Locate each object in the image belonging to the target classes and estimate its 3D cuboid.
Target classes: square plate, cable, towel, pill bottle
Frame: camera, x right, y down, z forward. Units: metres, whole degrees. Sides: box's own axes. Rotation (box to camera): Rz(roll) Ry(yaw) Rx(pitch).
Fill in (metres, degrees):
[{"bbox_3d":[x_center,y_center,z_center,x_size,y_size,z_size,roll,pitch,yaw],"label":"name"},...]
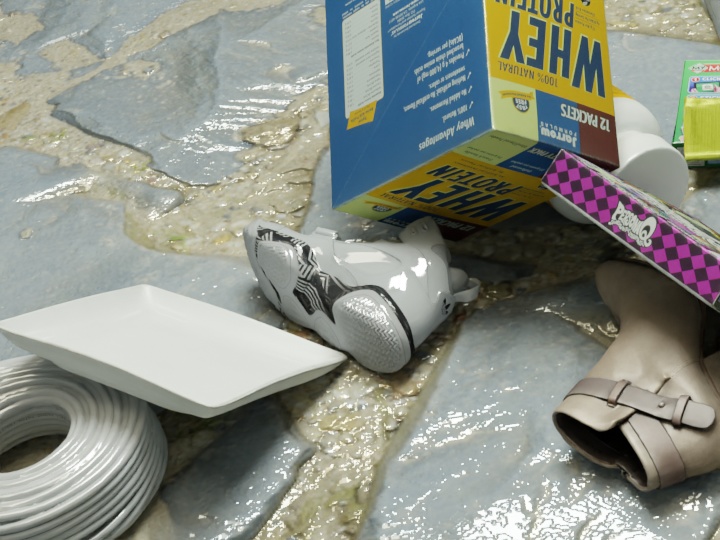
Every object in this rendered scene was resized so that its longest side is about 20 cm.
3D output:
[{"bbox_3d":[-0.141,0.062,1.314,0.200,0.028,0.198,18,16,25],"label":"square plate"},{"bbox_3d":[-0.246,0.137,1.278,0.200,0.069,0.200,16,44,32],"label":"cable"},{"bbox_3d":[0.373,-0.125,1.456,0.200,0.018,0.086,-3,37,12],"label":"towel"},{"bbox_3d":[0.182,-0.108,1.451,0.113,0.113,0.200,-24,39,-17],"label":"pill bottle"}]

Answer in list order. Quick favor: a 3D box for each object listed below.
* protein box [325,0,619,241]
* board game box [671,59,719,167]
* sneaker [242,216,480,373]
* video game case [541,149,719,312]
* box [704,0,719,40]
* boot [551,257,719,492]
[{"bbox_3d":[0.084,-0.156,1.386,0.199,0.135,0.200,-25,61,47],"label":"protein box"},{"bbox_3d":[0.379,-0.139,1.510,0.200,0.029,0.135,1,38,16],"label":"board game box"},{"bbox_3d":[0.000,0.000,1.393,0.115,0.075,0.200,-33,47,-27],"label":"sneaker"},{"bbox_3d":[0.252,-0.008,1.270,0.036,0.181,0.200,-59,41,10],"label":"video game case"},{"bbox_3d":[0.405,-0.347,1.637,0.171,0.200,0.199,-7,37,3],"label":"box"},{"bbox_3d":[0.196,0.073,1.244,0.146,0.070,0.200,-31,42,-23],"label":"boot"}]
